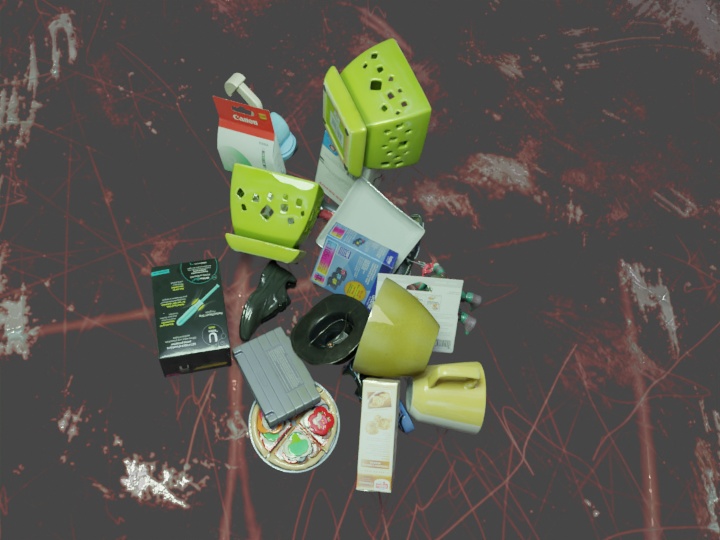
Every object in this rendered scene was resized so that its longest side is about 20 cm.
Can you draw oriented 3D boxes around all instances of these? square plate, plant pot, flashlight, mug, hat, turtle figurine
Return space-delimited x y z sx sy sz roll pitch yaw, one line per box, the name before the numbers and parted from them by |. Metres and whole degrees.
square plate | 0.022 -0.081 1.619 0.199 0.200 0.028 39 22 4
plant pot | 0.024 -0.335 1.493 0.177 0.200 0.204 -21 69 -14
flashlight | -0.055 -0.118 1.680 0.195 0.069 0.068 21 36 5
plant pot | -0.195 -0.119 1.565 0.194 0.199 0.187 12 90 1
mug | 0.179 0.250 1.477 0.148 0.192 0.150 5 25 -5
plant pot | 0.082 0.136 1.418 0.138 0.202 0.204 21 62 7
hat | -0.053 0.148 1.522 0.196 0.082 0.204 -19 40 16
turtle figurine | 0.184 0.059 1.616 0.196 0.101 0.153 28 76 -9

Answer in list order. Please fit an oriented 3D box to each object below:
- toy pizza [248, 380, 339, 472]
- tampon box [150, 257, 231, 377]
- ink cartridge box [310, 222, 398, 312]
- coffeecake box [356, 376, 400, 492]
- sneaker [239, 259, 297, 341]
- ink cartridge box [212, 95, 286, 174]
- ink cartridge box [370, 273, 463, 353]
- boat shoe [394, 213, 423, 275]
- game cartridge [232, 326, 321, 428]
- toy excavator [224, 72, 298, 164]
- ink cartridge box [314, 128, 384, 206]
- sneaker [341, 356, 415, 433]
toy pizza | -0.138 0.320 1.467 0.194 0.032 0.206 4 64 -8
tampon box | -0.360 0.102 1.480 0.145 0.127 0.205 -7 66 -13
ink cartridge box | 0.000 0.000 1.580 0.196 0.139 0.077 25 33 2
coffeecake box | 0.038 0.321 1.391 0.071 0.154 0.207 3 85 5
sneaker | -0.206 0.074 1.553 0.089 0.076 0.203 26 64 -1
ink cartridge box | -0.267 -0.301 1.630 0.157 0.202 0.051 18 60 18
ink cartridge box | 0.121 0.089 1.550 0.193 0.181 0.045 5 21 -5
boat shoe | 0.102 -0.047 1.672 0.074 0.061 0.205 17 63 -2
game cartridge | -0.179 0.224 1.484 0.127 0.039 0.202 -20 54 -22
toy excavator | -0.239 -0.361 1.683 0.192 0.201 0.101 34 62 7
ink cartridge box | -0.023 -0.248 1.668 0.145 0.201 0.084 40 62 11
sneaker | 0.038 0.277 1.507 0.077 0.070 0.202 -35 79 -1
